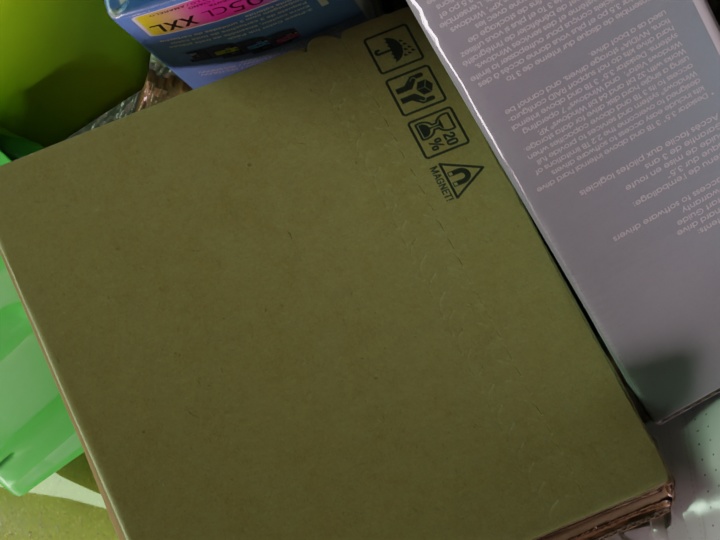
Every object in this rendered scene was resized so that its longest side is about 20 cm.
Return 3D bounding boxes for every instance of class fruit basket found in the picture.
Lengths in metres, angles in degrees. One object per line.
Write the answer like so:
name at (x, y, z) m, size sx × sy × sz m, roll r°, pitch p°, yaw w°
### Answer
fruit basket at (-0.132, -0.052, 1.087) m, size 0.215 × 0.156 × 0.217 m, roll -16°, pitch 53°, yaw 23°

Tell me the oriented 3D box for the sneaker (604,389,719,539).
sneaker at (0.080, 0.088, 0.955) m, size 0.200 × 0.080 × 0.077 m, roll -40°, pitch 44°, yaw 44°

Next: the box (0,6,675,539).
box at (-0.016, 0.021, 0.935) m, size 0.021 × 0.163 × 0.201 m, roll 84°, pitch 162°, yaw -59°

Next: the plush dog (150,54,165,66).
plush dog at (-0.147, -0.173, 1.343) m, size 0.160 × 0.171 × 0.201 m, roll 138°, pitch 138°, yaw -57°

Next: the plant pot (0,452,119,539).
plant pot at (-0.072, 0.086, 1.156) m, size 0.199 × 0.187 × 0.188 m, roll 9°, pitch 87°, yaw 46°

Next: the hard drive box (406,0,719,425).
hard drive box at (0.062, -0.077, 0.913) m, size 0.077 × 0.200 × 0.156 m, roll -29°, pitch 40°, yaw 5°

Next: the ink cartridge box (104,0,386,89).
ink cartridge box at (-0.045, -0.137, 1.019) m, size 0.200 × 0.076 × 0.137 m, roll 35°, pitch -139°, yaw -77°

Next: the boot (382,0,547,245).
boot at (0.021, -0.065, 1.140) m, size 0.201 × 0.069 × 0.174 m, roll 67°, pitch 153°, yaw 22°
